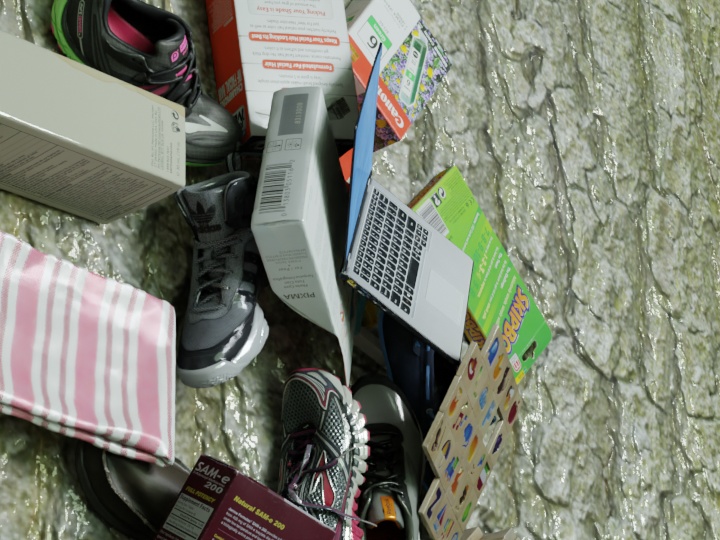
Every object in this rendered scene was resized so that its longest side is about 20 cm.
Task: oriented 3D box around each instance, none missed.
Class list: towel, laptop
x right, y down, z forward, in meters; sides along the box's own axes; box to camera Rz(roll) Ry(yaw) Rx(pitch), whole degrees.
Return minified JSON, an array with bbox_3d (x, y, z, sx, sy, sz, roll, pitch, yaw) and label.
[{"bbox_3d":[-0.215,0.053,1.419,0.199,0.030,0.147,24,45,-32],"label":"towel"},{"bbox_3d":[0.048,-0.058,1.636,0.199,0.116,0.188,38,26,-12],"label":"laptop"}]

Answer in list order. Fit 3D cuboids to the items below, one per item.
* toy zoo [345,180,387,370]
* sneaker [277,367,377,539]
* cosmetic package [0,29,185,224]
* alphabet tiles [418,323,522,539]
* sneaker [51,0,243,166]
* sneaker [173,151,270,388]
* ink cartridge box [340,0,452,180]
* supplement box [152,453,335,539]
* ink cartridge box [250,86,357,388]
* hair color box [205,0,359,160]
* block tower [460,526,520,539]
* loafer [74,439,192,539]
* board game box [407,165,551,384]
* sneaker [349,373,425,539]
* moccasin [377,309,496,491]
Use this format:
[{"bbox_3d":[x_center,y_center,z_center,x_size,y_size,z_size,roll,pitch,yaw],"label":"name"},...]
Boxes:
[{"bbox_3d":[0.000,0.000,1.733,0.200,0.020,0.132,37,51,-34],"label":"toy zoo"},{"bbox_3d":[-0.039,0.176,1.571,0.074,0.080,0.202,13,66,-43],"label":"sneaker"},{"bbox_3d":[-0.236,-0.106,1.447,0.199,0.103,0.074,22,57,-43],"label":"cosmetic package"},{"bbox_3d":[0.091,0.145,1.650,0.168,0.007,0.200,-63,157,-20],"label":"alphabet tiles"},{"bbox_3d":[-0.164,-0.158,1.566,0.200,0.083,0.077,43,47,-28],"label":"sneaker"},{"bbox_3d":[-0.117,-0.006,1.544,0.201,0.075,0.114,-69,145,-45],"label":"sneaker"},{"bbox_3d":[0.005,-0.174,1.793,0.109,0.050,0.200,54,42,-19],"label":"ink cartridge box"},{"bbox_3d":[-0.114,0.249,1.405,0.109,0.061,0.201,37,77,-34],"label":"supplement box"},{"bbox_3d":[-0.041,-0.025,1.599,0.161,0.047,0.201,-85,167,-44],"label":"ink cartridge box"},{"bbox_3d":[-0.071,-0.199,1.685,0.110,0.064,0.202,1,72,-28],"label":"hair color box"},{"bbox_3d":[0.147,0.327,1.740,0.054,0.058,0.201,-40,104,-50],"label":"block tower"},{"bbox_3d":[-0.133,0.179,1.467,0.200,0.071,0.073,46,45,-26],"label":"loafer"},{"bbox_3d":[0.113,0.008,1.859,0.201,0.030,0.096,57,42,-11],"label":"board game box"},{"bbox_3d":[0.022,0.182,1.623,0.079,0.073,0.202,92,-6,-69],"label":"sneaker"},{"bbox_3d":[0.070,0.117,1.711,0.080,0.068,0.202,-44,121,-49],"label":"moccasin"}]
